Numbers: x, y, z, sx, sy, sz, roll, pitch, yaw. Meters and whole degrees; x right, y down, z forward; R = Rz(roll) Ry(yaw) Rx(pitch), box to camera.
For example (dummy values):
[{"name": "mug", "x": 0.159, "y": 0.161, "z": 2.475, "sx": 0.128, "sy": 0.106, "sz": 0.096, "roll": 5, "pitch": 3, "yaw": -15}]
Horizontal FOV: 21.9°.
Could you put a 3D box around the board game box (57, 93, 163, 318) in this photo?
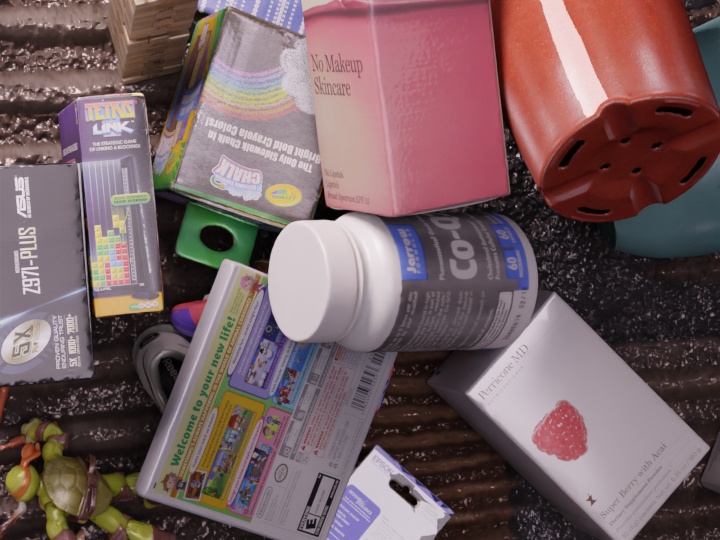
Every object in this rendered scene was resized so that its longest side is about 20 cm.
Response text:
[{"name": "board game box", "x": -0.201, "y": -0.050, "z": 1.477, "sx": 0.056, "sy": 0.200, "sz": 0.166, "roll": -7, "pitch": 92, "yaw": -13}]

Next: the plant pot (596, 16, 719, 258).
[{"name": "plant pot", "x": 0.273, "y": -0.102, "z": 1.610, "sx": 0.160, "sy": 0.201, "sz": 0.201, "roll": -18, "pitch": 96, "yaw": -1}]

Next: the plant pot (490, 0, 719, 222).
[{"name": "plant pot", "x": 0.184, "y": -0.158, "z": 1.460, "sx": 0.200, "sy": 0.201, "sz": 0.196, "roll": -7, "pitch": 55, "yaw": -14}]

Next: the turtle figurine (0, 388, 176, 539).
[{"name": "turtle figurine", "x": -0.227, "y": 0.175, "z": 1.519, "sx": 0.161, "sy": 0.200, "sz": 0.064, "roll": 19, "pitch": 128, "yaw": -35}]

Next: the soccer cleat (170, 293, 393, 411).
[{"name": "soccer cleat", "x": -0.065, "y": 0.068, "z": 1.582, "sx": 0.199, "sy": 0.067, "sz": 0.077, "roll": 11, "pitch": 78, "yaw": -20}]

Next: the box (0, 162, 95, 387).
[{"name": "box", "x": -0.266, "y": 0.002, "z": 1.460, "sx": 0.086, "sy": 0.200, "sz": 0.165, "roll": -4, "pitch": 93, "yaw": -15}]

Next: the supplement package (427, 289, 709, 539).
[{"name": "supplement package", "x": 0.178, "y": 0.125, "z": 1.622, "sx": 0.200, "sy": 0.120, "sz": 0.121, "roll": 44, "pitch": 82, "yaw": -11}]

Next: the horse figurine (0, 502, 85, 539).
[{"name": "horse figurine", "x": -0.287, "y": 0.255, "z": 1.539, "sx": 0.200, "sy": 0.050, "sz": 0.133, "roll": 36, "pitch": 82, "yaw": -13}]

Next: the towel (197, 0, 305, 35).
[{"name": "towel", "x": -0.061, "y": -0.267, "z": 1.595, "sx": 0.199, "sy": 0.024, "sz": 0.145, "roll": 19, "pitch": 81, "yaw": -13}]

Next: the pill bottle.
[{"name": "pill bottle", "x": 0.033, "y": 0.009, "z": 1.501, "sx": 0.199, "sy": 0.114, "sz": 0.114, "roll": 0, "pitch": 92, "yaw": -33}]

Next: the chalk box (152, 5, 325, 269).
[{"name": "chalk box", "x": -0.097, "y": -0.099, "z": 1.543, "sx": 0.124, "sy": 0.124, "sz": 0.201, "roll": 19, "pitch": 87, "yaw": -16}]

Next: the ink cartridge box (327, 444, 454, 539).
[{"name": "ink cartridge box", "x": -0.019, "y": 0.254, "z": 1.616, "sx": 0.099, "sy": 0.039, "sz": 0.200, "roll": 43, "pitch": 82, "yaw": -12}]

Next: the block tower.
[{"name": "block tower", "x": -0.167, "y": -0.209, "z": 1.487, "sx": 0.054, "sy": 0.200, "sz": 0.058, "roll": -14, "pitch": 79, "yaw": -14}]

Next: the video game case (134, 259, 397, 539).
[{"name": "video game case", "x": -0.072, "y": 0.114, "z": 1.526, "sx": 0.182, "sy": 0.022, "sz": 0.201, "roll": 23, "pitch": 87, "yaw": -33}]

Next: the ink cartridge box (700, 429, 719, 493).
[{"name": "ink cartridge box", "x": 0.415, "y": 0.188, "z": 1.645, "sx": 0.146, "sy": 0.200, "sz": 0.083, "roll": 23, "pitch": 85, "yaw": -15}]

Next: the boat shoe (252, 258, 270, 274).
[{"name": "boat shoe", "x": 0.000, "y": 0.000, "z": 1.601, "sx": 0.199, "sy": 0.076, "sz": 0.072, "roll": 6, "pitch": 86, "yaw": -24}]

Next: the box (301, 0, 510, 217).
[{"name": "box", "x": 0.032, "y": -0.150, "z": 1.452, "sx": 0.109, "sy": 0.128, "sz": 0.201, "roll": -12, "pitch": 100, "yaw": -24}]

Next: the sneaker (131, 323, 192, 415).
[{"name": "sneaker", "x": -0.118, "y": 0.136, "z": 1.558, "sx": 0.074, "sy": 0.089, "sz": 0.200, "roll": -43, "pitch": 101, "yaw": -2}]
